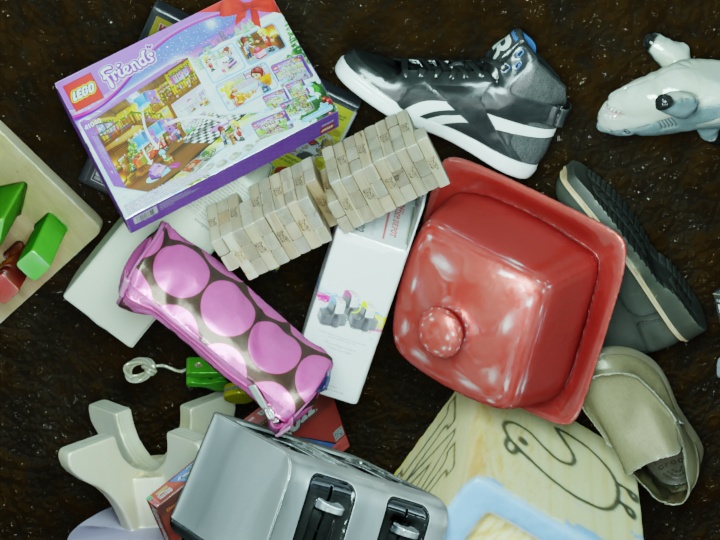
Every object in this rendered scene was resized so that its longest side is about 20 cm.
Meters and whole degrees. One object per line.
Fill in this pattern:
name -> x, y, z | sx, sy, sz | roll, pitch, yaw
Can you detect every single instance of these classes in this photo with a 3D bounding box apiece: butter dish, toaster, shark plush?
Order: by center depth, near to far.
toaster -> -0.047, 0.213, 1.563 | 0.180, 0.200, 0.119 | 22, 88, -33
shark plush -> 0.306, -0.143, 1.572 | 0.198, 0.091, 0.084 | -2, 138, -17
butter dish -> 0.101, 0.034, 1.575 | 0.199, 0.148, 0.201 | 28, 121, 25

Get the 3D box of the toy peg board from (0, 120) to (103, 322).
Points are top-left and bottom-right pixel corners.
toy peg board -> -0.374, -0.032, 1.636 | 0.199, 0.098, 0.200 | -39, 106, 20

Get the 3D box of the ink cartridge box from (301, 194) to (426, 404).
ink cartridge box -> 0.000, 0.000, 1.613 | 0.067, 0.115, 0.201 | 18, 115, -3

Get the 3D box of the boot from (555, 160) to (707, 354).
boot -> 0.199, 0.013, 1.631 | 0.138, 0.078, 0.200 | -32, 108, 23

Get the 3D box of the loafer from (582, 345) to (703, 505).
loafer -> 0.258, 0.142, 1.660 | 0.076, 0.068, 0.200 | -28, 128, 25

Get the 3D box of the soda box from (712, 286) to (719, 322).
soda box -> 0.408, 0.044, 1.575 | 0.199, 0.063, 0.071 | 7, 123, 45

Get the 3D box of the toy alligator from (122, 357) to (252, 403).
toy alligator -> -0.118, 0.096, 1.704 | 0.198, 0.060, 0.054 | -3, 157, 5

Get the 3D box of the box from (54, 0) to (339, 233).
box -> -0.135, -0.137, 1.523 | 0.199, 0.039, 0.137 | -27, 75, -8

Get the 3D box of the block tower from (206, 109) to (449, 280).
block tower -> -0.028, -0.063, 1.530 | 0.199, 0.058, 0.054 | -24, 128, 8

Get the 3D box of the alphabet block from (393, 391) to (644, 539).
alphabet block -> 0.131, 0.247, 1.675 | 0.195, 0.200, 0.197 | 32, 114, -12

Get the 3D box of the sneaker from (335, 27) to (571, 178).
sneaker -> 0.087, -0.170, 1.556 | 0.199, 0.073, 0.112 | 25, 112, -17

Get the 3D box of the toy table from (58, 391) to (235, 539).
toy table -> -0.187, 0.192, 1.698 | 0.183, 0.199, 0.118 | 6, 109, 38

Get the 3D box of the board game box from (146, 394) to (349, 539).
board game box -> -0.098, 0.180, 1.647 | 0.200, 0.019, 0.103 | -38, 134, -23

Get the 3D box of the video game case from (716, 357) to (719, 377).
video game case -> 0.415, 0.100, 1.589 | 0.180, 0.200, 0.022 | 5, 91, 2

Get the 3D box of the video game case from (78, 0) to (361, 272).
video game case -> -0.125, -0.116, 1.618 | 0.199, 0.026, 0.182 | 25, 115, -7

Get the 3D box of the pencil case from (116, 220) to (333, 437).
pencil case -> -0.117, 0.051, 1.542 | 0.200, 0.094, 0.091 | 38, 138, -3

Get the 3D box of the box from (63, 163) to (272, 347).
box -> -0.169, -0.034, 1.608 | 0.082, 0.068, 0.200 | 39, 113, -12
